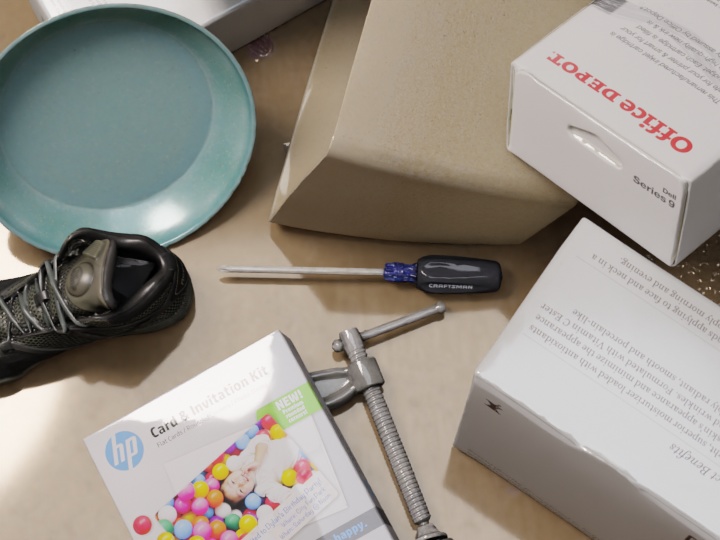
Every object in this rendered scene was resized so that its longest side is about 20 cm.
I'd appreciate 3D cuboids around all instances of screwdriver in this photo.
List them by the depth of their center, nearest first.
[{"bbox_3d":[0.000,0.000,1.455,0.200,0.029,0.028,3,74,-5],"label":"screwdriver"}]

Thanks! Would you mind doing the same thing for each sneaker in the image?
[{"bbox_3d":[-0.215,0.022,1.408,0.199,0.114,0.076,-14,73,-3],"label":"sneaker"}]

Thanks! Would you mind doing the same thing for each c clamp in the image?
[{"bbox_3d":[0.003,0.134,1.422,0.171,0.027,0.200,-15,76,-4],"label":"c clamp"}]

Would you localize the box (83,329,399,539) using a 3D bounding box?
[{"bbox_3d":[-0.072,0.164,1.394,0.156,0.041,0.200,-29,74,2],"label":"box"}]

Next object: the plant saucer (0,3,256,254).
[{"bbox_3d":[-0.172,-0.100,1.427,0.200,0.200,0.036,-16,36,-5],"label":"plant saucer"}]

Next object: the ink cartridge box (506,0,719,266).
[{"bbox_3d":[0.209,-0.116,1.309,0.200,0.084,0.146,-37,59,-27],"label":"ink cartridge box"}]

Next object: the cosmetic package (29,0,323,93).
[{"bbox_3d":[-0.130,-0.207,1.489,0.200,0.081,0.113,-28,77,-9],"label":"cosmetic package"}]

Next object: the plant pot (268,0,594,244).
[{"bbox_3d":[0.064,-0.118,1.418,0.177,0.200,0.200,19,74,-10],"label":"plant pot"}]

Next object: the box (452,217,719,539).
[{"bbox_3d":[0.179,0.096,1.346,0.199,0.200,0.131,34,75,8],"label":"box"}]
